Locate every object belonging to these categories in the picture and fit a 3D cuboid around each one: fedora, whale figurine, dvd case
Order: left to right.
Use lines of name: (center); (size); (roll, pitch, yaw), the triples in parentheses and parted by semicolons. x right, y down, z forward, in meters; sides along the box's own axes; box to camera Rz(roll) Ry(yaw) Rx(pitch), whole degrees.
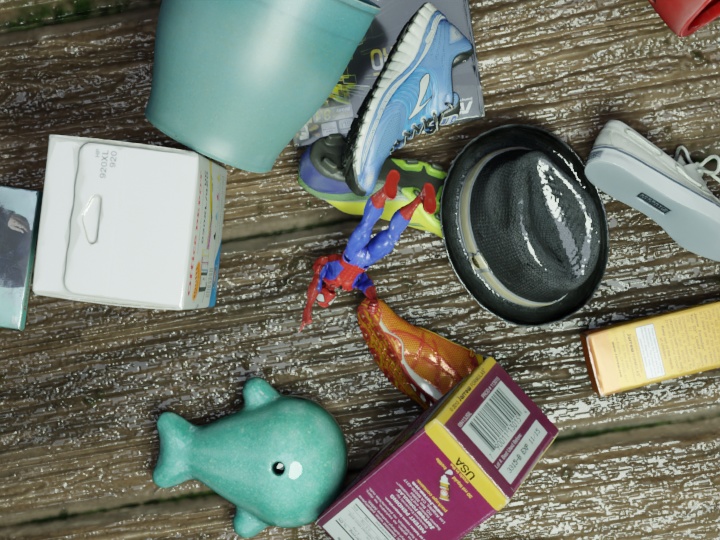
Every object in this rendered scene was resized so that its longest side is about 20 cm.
dvd case: (-0.435, -0.024, 1.473); (0.197, 0.022, 0.148); (9, 90, 3)
whale figurine: (-0.112, 0.187, 1.414); (0.197, 0.104, 0.162); (6, 90, 3)
fedora: (0.175, -0.047, 1.386); (0.198, 0.091, 0.204); (1, 87, -18)

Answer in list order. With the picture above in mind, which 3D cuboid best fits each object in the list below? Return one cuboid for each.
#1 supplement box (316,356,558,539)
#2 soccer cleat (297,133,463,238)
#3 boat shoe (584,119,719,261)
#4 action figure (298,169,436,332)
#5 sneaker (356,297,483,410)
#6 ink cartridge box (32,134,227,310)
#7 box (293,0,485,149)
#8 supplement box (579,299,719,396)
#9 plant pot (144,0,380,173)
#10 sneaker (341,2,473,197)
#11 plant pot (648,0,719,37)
supplement box: (0.072, 0.195, 1.348); (0.103, 0.131, 0.200); (47, 129, 2)
soccer cleat: (0.029, -0.077, 1.437); (0.198, 0.084, 0.065); (22, 61, -14)
boat shoe: (0.316, -0.087, 1.416); (0.200, 0.075, 0.087); (29, 64, -11)
action figure: (0.000, 0.000, 1.373); (0.065, 0.200, 0.100); (20, 54, -17)
sneaker: (0.076, 0.097, 1.435); (0.200, 0.073, 0.077); (45, 68, 0)
ink cartridge box: (-0.216, -0.041, 1.374); (0.142, 0.200, 0.150); (6, 90, 3)
box: (0.018, -0.218, 1.442); (0.197, 0.049, 0.164); (-8, 92, 4)
supplement box: (0.323, 0.070, 1.415); (0.197, 0.067, 0.070); (-16, 89, 3)
plant pot: (-0.107, -0.202, 1.341); (0.198, 0.200, 0.190); (25, 102, 3)
sneaker: (0.050, -0.156, 1.367); (0.088, 0.079, 0.202); (30, 77, -7)
plant pot: (0.329, -0.355, 1.356); (0.199, 0.200, 0.184); (-35, 84, 2)
